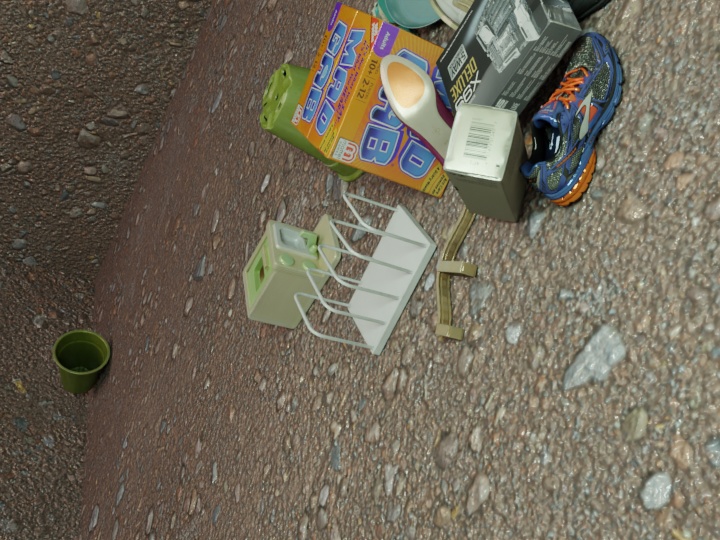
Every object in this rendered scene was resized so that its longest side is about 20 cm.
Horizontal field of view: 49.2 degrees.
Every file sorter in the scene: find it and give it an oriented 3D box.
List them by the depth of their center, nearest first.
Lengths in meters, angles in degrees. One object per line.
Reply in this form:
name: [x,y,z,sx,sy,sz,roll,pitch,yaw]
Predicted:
file sorter: [0.000,0.000,1.215,0.201,0.124,0.139,-63,30,20]

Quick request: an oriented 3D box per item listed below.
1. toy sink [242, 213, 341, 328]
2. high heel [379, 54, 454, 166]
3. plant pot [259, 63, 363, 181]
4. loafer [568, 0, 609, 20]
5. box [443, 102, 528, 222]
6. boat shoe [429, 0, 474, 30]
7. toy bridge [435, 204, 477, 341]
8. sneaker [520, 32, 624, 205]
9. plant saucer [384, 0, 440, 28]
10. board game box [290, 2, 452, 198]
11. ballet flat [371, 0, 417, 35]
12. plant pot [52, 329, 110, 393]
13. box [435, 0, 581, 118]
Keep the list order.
toy sink: [-0.137,-0.011,1.491,0.200,0.111,0.131,-55,33,33]
high heel: [0.098,-0.207,1.075,0.067,0.200,0.096,-43,-3,9]
plant pot: [-0.076,-0.287,1.438,0.200,0.189,0.202,-39,43,49]
loafer: [0.233,-0.328,1.006,0.200,0.070,0.069,-33,49,53]
box: [0.153,-0.121,0.923,0.200,0.068,0.083,35,-111,-71]
boat shoe: [0.169,-0.376,1.161,0.069,0.074,0.201,-53,41,24]
toy bridge: [0.131,-0.002,1.074,0.067,0.027,0.202,5,81,65]
sneaker: [0.241,-0.179,0.905,0.075,0.078,0.202,11,86,62]
plant saucer: [0.121,-0.494,1.302,0.199,0.027,0.202,-13,72,43]
board game box: [0.042,-0.259,1.189,0.201,0.199,0.200,-66,28,15]
ballet flat: [0.062,-0.411,1.396,0.064,0.075,0.201,89,177,-48]
plant pot: [-1.048,0.359,2.945,0.191,0.198,0.201,114,154,-43]
box: [0.175,-0.275,0.977,0.200,0.049,0.159,125,143,-47]
